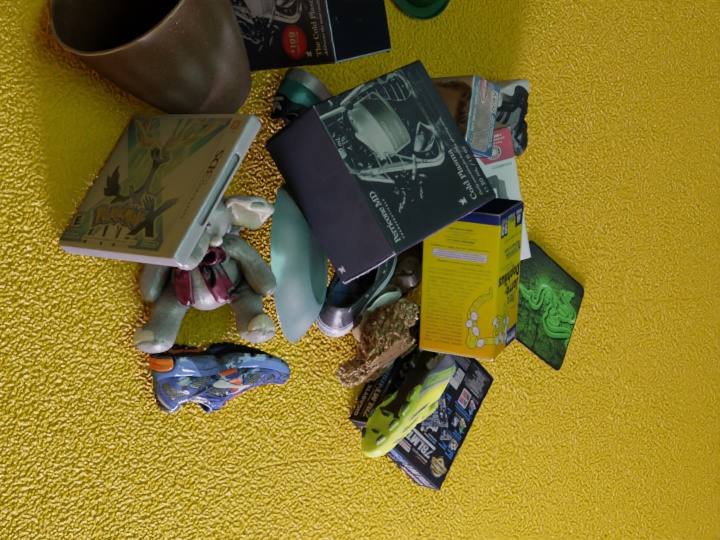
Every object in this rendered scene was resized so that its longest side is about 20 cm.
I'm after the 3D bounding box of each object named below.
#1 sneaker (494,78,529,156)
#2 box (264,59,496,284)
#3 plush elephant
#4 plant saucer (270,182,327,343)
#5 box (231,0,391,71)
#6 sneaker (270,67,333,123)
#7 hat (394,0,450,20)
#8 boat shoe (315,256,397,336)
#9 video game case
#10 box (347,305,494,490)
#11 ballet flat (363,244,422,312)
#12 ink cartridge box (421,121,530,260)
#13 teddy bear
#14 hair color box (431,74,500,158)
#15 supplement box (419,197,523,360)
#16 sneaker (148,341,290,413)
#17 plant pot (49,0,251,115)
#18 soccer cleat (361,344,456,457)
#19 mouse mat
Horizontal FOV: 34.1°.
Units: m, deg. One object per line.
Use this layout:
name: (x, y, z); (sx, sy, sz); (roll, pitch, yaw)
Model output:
sneaker: (0.196, -0.217, 1.775); (0.200, 0.075, 0.114); (-27, 112, -42)
box: (0.026, -0.122, 1.434); (0.196, 0.124, 0.200); (-30, 90, -38)
plush elephant: (-0.179, -0.024, 1.330); (0.155, 0.164, 0.201); (78, 15, -55)
plant saucer: (-0.070, -0.011, 1.463); (0.201, 0.039, 0.202); (-3, 90, -80)
box: (-0.075, -0.347, 1.402); (0.104, 0.182, 0.201); (-22, 108, -43)
sneaker: (-0.044, -0.172, 1.534); (0.200, 0.071, 0.080); (41, 65, -31)
hat: (0.142, -0.434, 1.627); (0.166, 0.176, 0.200); (49, 59, -37)
boat shoe: (0.000, 0.000, 1.563); (0.200, 0.070, 0.066); (-53, 170, -39)
video game case: (-0.218, -0.091, 1.257); (0.022, 0.200, 0.183); (46, 61, -41)
box: (0.093, 0.187, 1.716); (0.200, 0.050, 0.199); (46, 63, -36)
ballet flat: (0.045, 0.025, 1.643); (0.200, 0.063, 0.069); (-40, 120, -38)
ink cartridge box: (0.155, -0.099, 1.693); (0.145, 0.083, 0.201); (-16, 107, -10)
teddy bear: (0.025, 0.093, 1.572); (0.145, 0.067, 0.200); (-44, 167, 11)
hair color box: (0.087, -0.202, 1.570); (0.060, 0.200, 0.100); (11, 85, -46)
supplement box: (0.152, 0.006, 1.597); (0.109, 0.109, 0.201); (-30, 124, -62)
sneaker: (-0.173, 0.132, 1.427); (0.199, 0.075, 0.079); (2, 100, -39)
plant pot: (-0.206, -0.252, 1.293); (0.200, 0.186, 0.187); (51, 57, -52)
soccer cleat: (0.074, 0.188, 1.620); (0.200, 0.065, 0.084); (-53, 128, -29)
mouse mat: (0.308, 0.061, 1.965); (0.200, 0.008, 0.161); (36, 67, -43)
